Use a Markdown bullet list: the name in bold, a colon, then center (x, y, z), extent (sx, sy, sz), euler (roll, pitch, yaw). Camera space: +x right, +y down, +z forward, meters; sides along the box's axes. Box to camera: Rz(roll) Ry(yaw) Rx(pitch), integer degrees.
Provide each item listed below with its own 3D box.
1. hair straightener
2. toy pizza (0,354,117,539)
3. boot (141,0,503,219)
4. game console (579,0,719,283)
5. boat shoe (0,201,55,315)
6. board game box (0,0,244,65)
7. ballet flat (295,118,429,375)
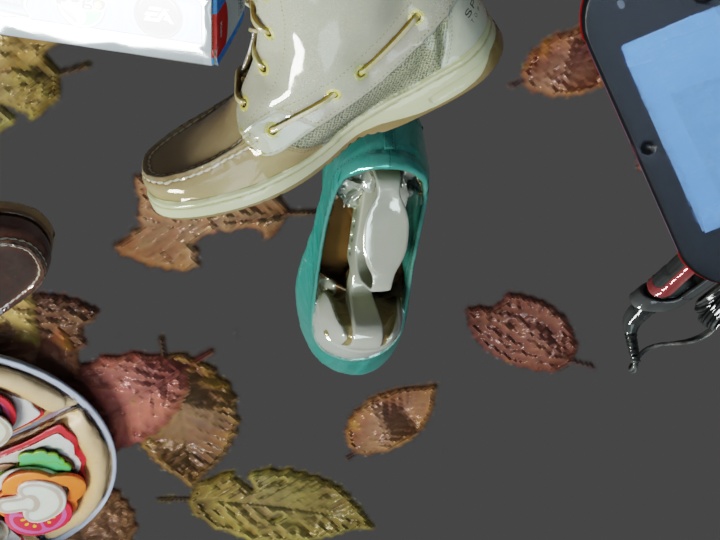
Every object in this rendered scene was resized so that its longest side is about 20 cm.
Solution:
- **hair straightener**: center (0.225, -0.006, 0.932), extent (0.076, 0.041, 0.200), euler (28, 118, -25)
- **toy pizza**: center (-0.249, 0.124, 1.005), extent (0.197, 0.032, 0.202), euler (-3, 134, -3)
- **boot**: center (-0.047, -0.122, 0.798), extent (0.198, 0.072, 0.155), euler (-26, 128, 10)
- **game console**: center (0.220, -0.095, 0.834), extent (0.175, 0.031, 0.201), euler (-19, 118, 21)
- **boat shoe**: center (-0.259, 0.027, 0.908), extent (0.198, 0.071, 0.071), euler (-23, 128, 13)
- **board game box**: center (-0.147, -0.199, 0.692), extent (0.197, 0.056, 0.198), euler (10, 124, 8)
- **ballet flat**: center (0.000, 0.000, 0.903), extent (0.066, 0.071, 0.202), euler (2, 130, -6)
